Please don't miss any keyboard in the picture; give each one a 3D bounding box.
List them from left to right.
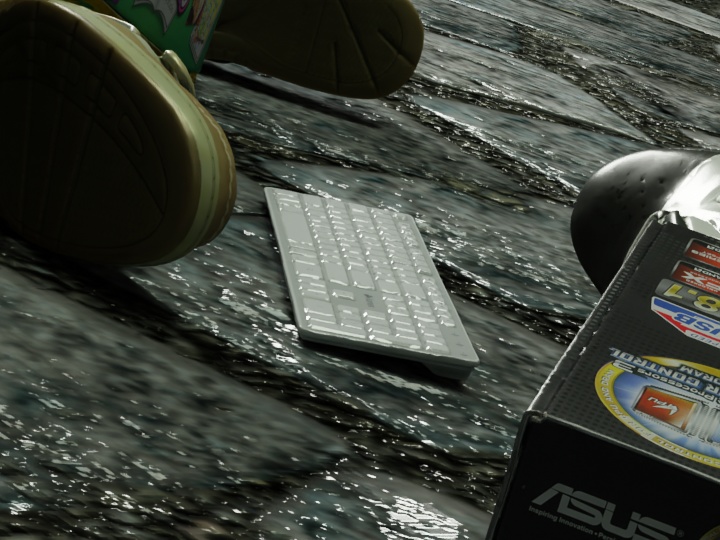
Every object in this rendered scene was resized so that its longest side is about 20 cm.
[{"bbox_3d":[0.000,0.000,0.974,0.056,0.011,0.200,17,12,-9],"label":"keyboard"}]

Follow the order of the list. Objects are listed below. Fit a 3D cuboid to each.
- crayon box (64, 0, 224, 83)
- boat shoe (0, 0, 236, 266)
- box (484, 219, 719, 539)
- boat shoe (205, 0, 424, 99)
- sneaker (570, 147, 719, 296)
[{"bbox_3d":[-0.155,-0.145,1.176,0.172,0.058,0.200,22,-3,11],"label":"crayon box"},{"bbox_3d":[-0.092,-0.050,0.923,0.063,0.073,0.201,3,12,-38],"label":"boat shoe"},{"bbox_3d":[0.148,0.061,0.769,0.200,0.044,0.160,21,23,11],"label":"box"},{"bbox_3d":[-0.069,-0.127,1.320,0.201,0.072,0.066,18,2,-1],"label":"boat shoe"},{"bbox_3d":[0.112,0.011,0.937,0.088,0.074,0.200,5,21,-33],"label":"sneaker"}]
